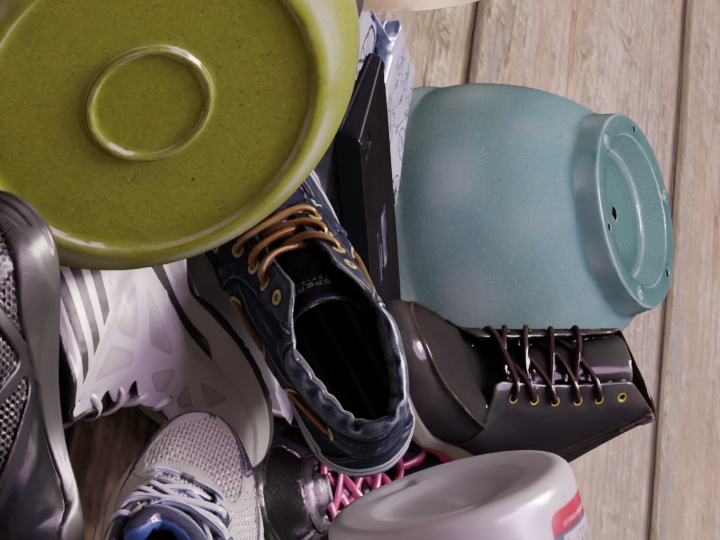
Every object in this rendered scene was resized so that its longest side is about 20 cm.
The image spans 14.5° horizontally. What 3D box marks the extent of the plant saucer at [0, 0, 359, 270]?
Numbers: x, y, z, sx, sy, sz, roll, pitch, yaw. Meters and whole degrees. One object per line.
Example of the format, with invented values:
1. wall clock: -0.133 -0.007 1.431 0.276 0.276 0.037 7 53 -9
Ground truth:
1. plant saucer: -0.092 -0.077 1.193 0.200 0.199 0.031 56 4 -38

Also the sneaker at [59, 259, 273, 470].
1. sneaker: -0.117 0.052 1.322 0.116 0.075 0.201 -53 136 -33

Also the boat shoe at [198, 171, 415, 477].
1. boat shoe: -0.030 -0.003 1.324 0.201 0.071 0.091 61 -10 13

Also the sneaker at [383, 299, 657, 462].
1. sneaker: 0.078 0.048 1.457 0.200 0.106 0.075 40 29 -60

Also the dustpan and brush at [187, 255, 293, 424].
1. dustpan and brush: -0.080 -0.032 1.420 0.140 0.057 0.201 -84 161 -70

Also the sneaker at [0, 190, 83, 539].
1. sneaker: -0.176 0.076 1.170 0.114 0.076 0.201 -22 118 -41

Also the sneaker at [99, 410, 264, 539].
1. sneaker: -0.080 0.127 1.225 0.201 0.077 0.085 -76 -178 -47

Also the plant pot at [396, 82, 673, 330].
1. plant pot: 0.108 -0.025 1.709 0.200 0.133 0.202 35 49 -55

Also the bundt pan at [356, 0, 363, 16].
1. bundt pan: -0.074 -0.150 1.303 0.076 0.201 0.203 9 72 -55

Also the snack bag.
1. snack bag: -0.002 -0.047 1.512 0.200 0.021 0.190 59 40 -74

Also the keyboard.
1. keyboard: 0.000 0.000 1.467 0.127 0.020 0.201 -76 165 -46

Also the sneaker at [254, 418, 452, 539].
1. sneaker: -0.003 0.110 1.476 0.200 0.095 0.080 -2 84 -63

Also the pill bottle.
1. pill bottle: 0.066 0.196 1.321 0.120 0.119 0.201 -32 109 -62

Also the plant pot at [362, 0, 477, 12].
1. plant pot: -0.023 -0.175 1.432 0.200 0.199 0.028 -39 140 -61
